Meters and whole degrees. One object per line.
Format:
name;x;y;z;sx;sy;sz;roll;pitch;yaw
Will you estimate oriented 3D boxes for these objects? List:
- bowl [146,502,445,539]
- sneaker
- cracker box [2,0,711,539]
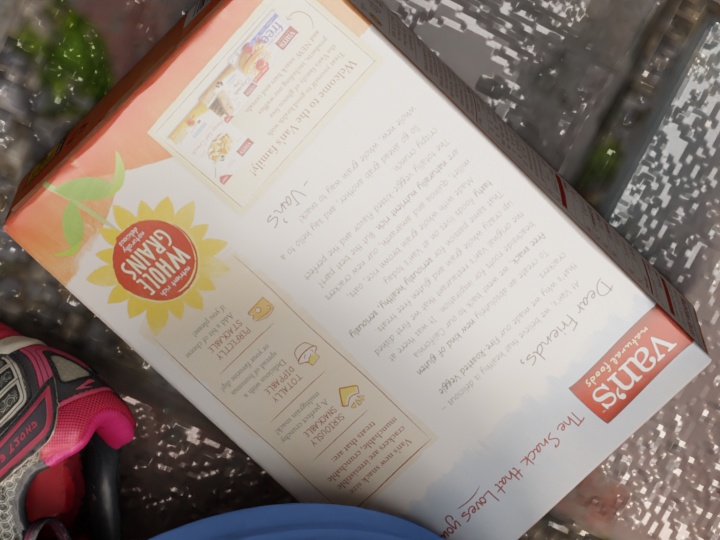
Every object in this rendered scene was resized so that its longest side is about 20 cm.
bowl;-0.033;0.160;0.939;0.200;0.039;0.201;-9;128;-12
sneaker;-0.122;0.121;0.950;0.075;0.081;0.200;19;113;37
cracker box;0.000;0.000;0.940;0.134;0.058;0.200;-43;102;13
